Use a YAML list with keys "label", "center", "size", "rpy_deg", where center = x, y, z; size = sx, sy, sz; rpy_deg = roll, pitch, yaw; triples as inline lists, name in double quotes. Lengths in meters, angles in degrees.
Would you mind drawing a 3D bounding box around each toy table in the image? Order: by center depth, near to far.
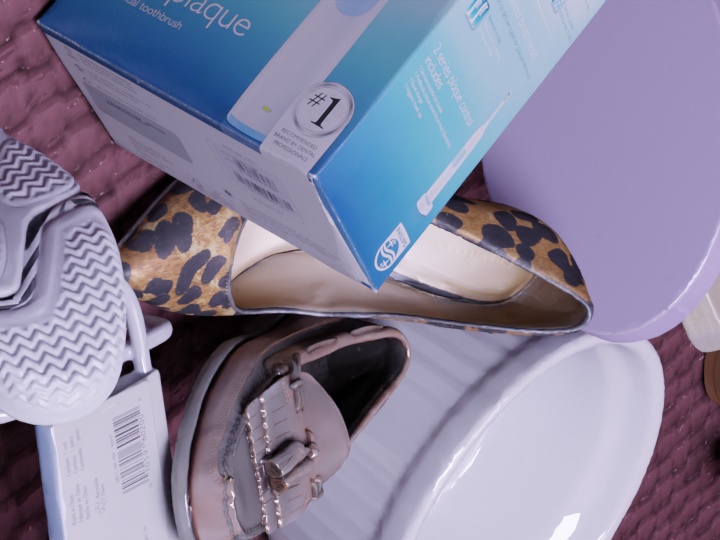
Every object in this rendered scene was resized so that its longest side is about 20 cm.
- label: "toy table"
  center: [0.135, -0.059, 1.292]
  size: [0.117, 0.183, 0.201]
  rpy_deg: [21, 71, -57]

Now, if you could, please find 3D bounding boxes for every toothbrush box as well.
- label: "toothbrush box"
  center: [0.001, -0.116, 1.063]
  size: [0.200, 0.146, 0.085]
  rpy_deg: [-50, 148, -15]

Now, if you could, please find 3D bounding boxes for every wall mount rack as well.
- label: "wall mount rack"
  center: [-0.137, 0.100, 1.085]
  size: [0.173, 0.074, 0.201]
  rpy_deg: [-26, 116, -47]

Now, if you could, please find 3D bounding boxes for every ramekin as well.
- label: "ramekin"
  center: [0.046, 0.092, 1.332]
  size: [0.200, 0.098, 0.201]
  rpy_deg: [-36, 146, -30]

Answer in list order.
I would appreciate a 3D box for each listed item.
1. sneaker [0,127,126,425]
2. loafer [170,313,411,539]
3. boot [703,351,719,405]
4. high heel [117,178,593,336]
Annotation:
- label: "sneaker"
  center: [-0.142, 0.007, 0.913]
  size: [0.075, 0.200, 0.115]
  rpy_deg: [-21, 139, -30]
- label: "loafer"
  center: [-0.027, 0.059, 1.171]
  size: [0.200, 0.062, 0.072]
  rpy_deg: [-57, 144, -68]
- label: "boot"
  center: [0.269, 0.049, 1.676]
  size: [0.146, 0.070, 0.201]
  rpy_deg: [-39, 145, -42]
- label: "high heel"
  center: [0.000, 0.000, 1.158]
  size: [0.200, 0.142, 0.072]
  rpy_deg: [-17, 129, -49]
